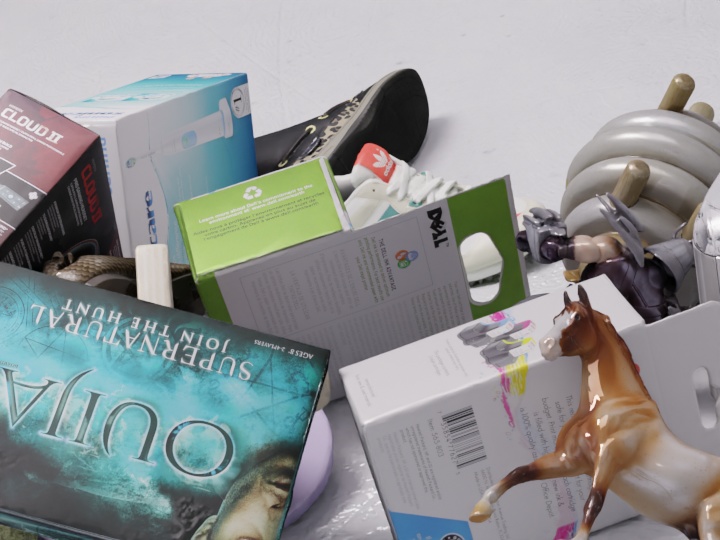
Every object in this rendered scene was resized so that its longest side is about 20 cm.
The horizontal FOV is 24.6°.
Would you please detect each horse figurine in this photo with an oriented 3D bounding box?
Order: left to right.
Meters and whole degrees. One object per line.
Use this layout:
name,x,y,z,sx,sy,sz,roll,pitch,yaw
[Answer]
horse figurine,0.147,0.115,0.805,0.200,0.050,0.133,37,52,5

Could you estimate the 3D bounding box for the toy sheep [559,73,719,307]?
toy sheep,0.193,-0.044,1.052,0.137,0.138,0.200,5,41,36

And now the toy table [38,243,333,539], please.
toy table,-0.114,0.092,0.943,0.199,0.117,0.185,-15,64,-10

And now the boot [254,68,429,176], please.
boot,-0.043,-0.103,1.360,0.153,0.074,0.204,-3,30,32

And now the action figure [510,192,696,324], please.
action figure,0.114,0.032,0.964,0.199,0.130,0.069,-33,7,9

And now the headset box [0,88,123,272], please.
headset box,-0.225,-0.001,1.016,0.075,0.149,0.200,27,59,17

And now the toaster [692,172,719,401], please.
toaster,0.267,-0.010,0.952,0.113,0.130,0.200,5,36,35

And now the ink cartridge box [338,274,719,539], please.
ink cartridge box,0.102,0.081,0.898,0.199,0.116,0.068,-19,26,-4

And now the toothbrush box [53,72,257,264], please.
toothbrush box,-0.153,-0.056,1.201,0.085,0.147,0.200,1,17,22

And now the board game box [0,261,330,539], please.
board game box,-0.128,0.079,0.865,0.199,0.028,0.136,14,62,3

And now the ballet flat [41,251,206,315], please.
ballet flat,-0.149,0.016,1.049,0.046,0.068,0.200,34,8,17

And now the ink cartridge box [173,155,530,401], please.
ink cartridge box,0.000,0.000,1.055,0.199,0.148,0.076,-19,46,-3

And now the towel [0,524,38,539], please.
towel,-0.242,0.152,0.947,0.036,0.149,0.199,-17,21,-42

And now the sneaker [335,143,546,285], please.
sneaker,0.035,-0.044,1.183,0.199,0.094,0.070,-4,31,26
